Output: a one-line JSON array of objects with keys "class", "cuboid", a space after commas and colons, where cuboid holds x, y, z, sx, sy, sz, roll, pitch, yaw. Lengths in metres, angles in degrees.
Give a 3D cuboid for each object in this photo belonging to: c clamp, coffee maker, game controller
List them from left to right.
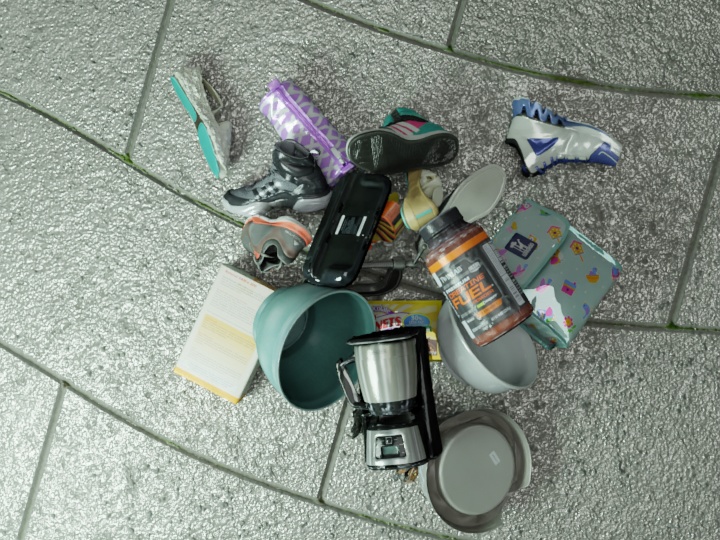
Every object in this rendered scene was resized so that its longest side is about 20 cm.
[{"class": "game controller", "cuboid": [-0.020, -0.066, 1.313, 0.103, 0.042, 0.203, 10, 68, 29]}, {"class": "c clamp", "cuboid": [0.000, 0.000, 1.378, 0.196, 0.172, 0.028, -4, 64, -7]}, {"class": "coffee maker", "cuboid": [0.066, 0.193, 1.306, 0.133, 0.191, 0.204, -7, 89, 40]}]

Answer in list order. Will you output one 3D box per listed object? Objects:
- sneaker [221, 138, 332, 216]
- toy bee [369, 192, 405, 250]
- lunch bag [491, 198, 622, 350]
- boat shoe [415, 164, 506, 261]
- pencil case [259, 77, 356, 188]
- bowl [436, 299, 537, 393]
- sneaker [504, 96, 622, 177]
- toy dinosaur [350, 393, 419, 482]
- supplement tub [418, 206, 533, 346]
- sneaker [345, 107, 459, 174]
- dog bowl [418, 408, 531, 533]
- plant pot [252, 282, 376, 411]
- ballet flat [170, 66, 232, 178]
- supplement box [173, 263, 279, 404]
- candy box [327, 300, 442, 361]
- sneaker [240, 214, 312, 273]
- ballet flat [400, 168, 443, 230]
[{"class": "sneaker", "cuboid": [-0.145, -0.157, 1.400, 0.196, 0.076, 0.116, -1, 117, 17]}, {"class": "toy bee", "cuboid": [0.016, -0.081, 1.403, 0.130, 0.200, 0.109, -39, 125, -3]}, {"class": "lunch bag", "cuboid": [0.295, 0.003, 1.376, 0.199, 0.122, 0.171, 41, 80, -1]}, {"class": "boat shoe", "cuboid": [0.166, -0.098, 1.420, 0.074, 0.060, 0.201, 37, 93, -17]}, {"class": "pencil case", "cuboid": [-0.084, -0.229, 1.420, 0.084, 0.086, 0.200, -44, 87, 0]}, {"class": "bowl", "cuboid": [0.190, 0.123, 1.374, 0.202, 0.201, 0.090, 50, 122, 1]}, {"class": "sneaker", "cuboid": [0.326, -0.199, 1.408, 0.197, 0.081, 0.117, 25, 95, 10]}, {"class": "toy dinosaur", "cuboid": [0.057, 0.251, 1.423, 0.133, 0.103, 0.203, 5, 52, -11]}, {"class": "supplement tub", "cuboid": [0.169, 0.006, 1.277, 0.106, 0.107, 0.202, -33, 85, 3]}, {"class": "sneaker", "cuboid": [0.051, -0.218, 1.390, 0.197, 0.121, 0.085, -4, 117, -25]}, {"class": "dog bowl", "cuboid": [0.184, 0.325, 1.388, 0.197, 0.058, 0.204, 0, 90, -22]}, {"class": "plant pot", "cuboid": [-0.091, 0.104, 1.353, 0.133, 0.199, 0.203, 26, 92, 42]}, {"class": "ballet flat", "cuboid": [-0.258, -0.261, 1.441, 0.071, 0.072, 0.203, -25, 89, 3]}, {"class": "supplement box", "cuboid": [-0.216, 0.106, 1.432, 0.124, 0.074, 0.203, 26, 92, 3]}, {"class": "candy box", "cuboid": [0.042, 0.103, 1.431, 0.196, 0.026, 0.104, -1, 77, 6]}, {"class": "sneaker", "cuboid": [-0.156, -0.038, 1.370, 0.077, 0.199, 0.083, 38, 69, -23]}, {"class": "ballet flat", "cuboid": [0.107, -0.123, 1.357, 0.062, 0.201, 0.069, -24, 114, 18]}]
